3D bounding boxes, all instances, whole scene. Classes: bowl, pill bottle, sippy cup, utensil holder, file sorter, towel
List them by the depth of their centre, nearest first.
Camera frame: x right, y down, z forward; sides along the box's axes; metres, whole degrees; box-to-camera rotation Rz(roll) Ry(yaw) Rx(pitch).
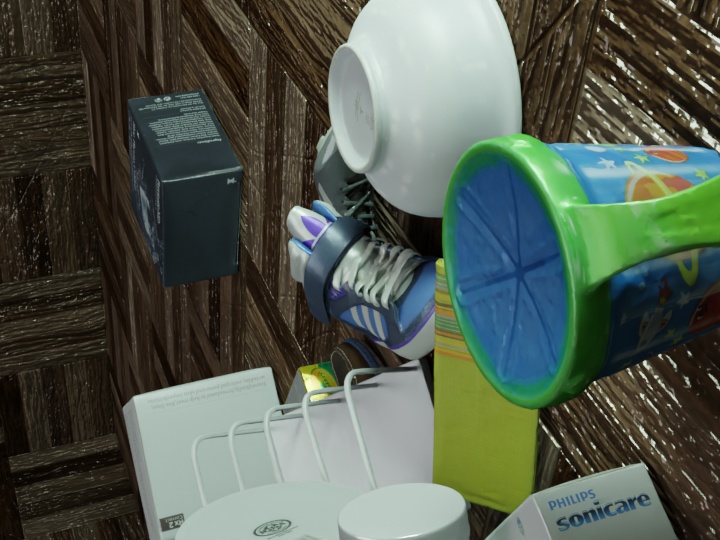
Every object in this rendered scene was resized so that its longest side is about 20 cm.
[{"bbox_3d":[0.128,-0.008,0.556,0.178,0.130,0.140,-133,39,-55],"label":"sippy cup"},{"bbox_3d":[0.040,0.251,0.714,0.112,0.112,0.201,-162,62,-67],"label":"pill bottle"},{"bbox_3d":[0.094,0.088,0.798,0.086,0.018,0.201,13,119,27],"label":"towel"},{"bbox_3d":[0.033,-0.126,0.812,0.201,0.090,0.202,169,90,-71],"label":"bowl"},{"bbox_3d":[-0.051,0.283,0.821,0.170,0.169,0.201,-159,61,-67],"label":"utensil holder"},{"bbox_3d":[-0.032,0.177,0.960,0.200,0.124,0.139,-26,73,32],"label":"file sorter"}]

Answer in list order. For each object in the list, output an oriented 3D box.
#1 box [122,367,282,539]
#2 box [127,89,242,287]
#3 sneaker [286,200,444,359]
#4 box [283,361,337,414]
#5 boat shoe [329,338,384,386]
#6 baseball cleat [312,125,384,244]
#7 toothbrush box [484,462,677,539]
[{"bbox_3d":[-0.205,0.255,1.481,0.131,0.198,0.201,144,114,-67],"label":"box"},{"bbox_3d":[-0.254,-0.119,1.549,0.197,0.117,0.200,99,151,-42],"label":"box"},{"bbox_3d":[0.000,0.000,0.882,0.146,0.081,0.200,37,167,-8],"label":"sneaker"},{"bbox_3d":[-0.030,0.217,1.218,0.117,0.048,0.201,113,143,-56],"label":"box"},{"bbox_3d":[0.001,0.153,1.061,0.072,0.072,0.200,104,148,-48],"label":"boat shoe"},{"bbox_3d":[0.002,-0.045,0.995,0.106,0.070,0.200,47,149,33],"label":"baseball cleat"},{"bbox_3d":[0.155,0.244,0.677,0.147,0.085,0.201,111,143,-57],"label":"toothbrush box"}]
